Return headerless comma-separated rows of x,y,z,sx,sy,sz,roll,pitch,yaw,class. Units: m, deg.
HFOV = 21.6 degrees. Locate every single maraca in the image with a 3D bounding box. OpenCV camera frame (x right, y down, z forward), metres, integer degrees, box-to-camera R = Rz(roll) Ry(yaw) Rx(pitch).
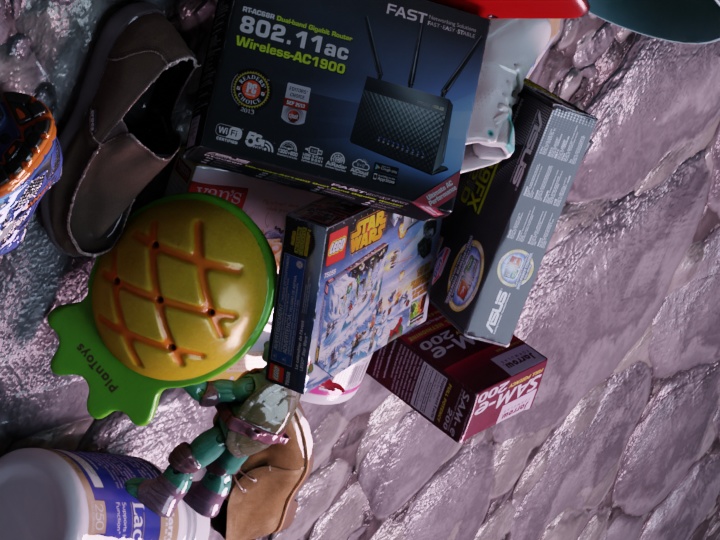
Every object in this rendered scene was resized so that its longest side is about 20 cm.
-0.150,0.029,1.427,0.200,0.137,0.107,-42,173,15,maraca

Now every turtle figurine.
-0.099,0.106,1.505,0.150,0.101,0.200,23,105,-42,turtle figurine

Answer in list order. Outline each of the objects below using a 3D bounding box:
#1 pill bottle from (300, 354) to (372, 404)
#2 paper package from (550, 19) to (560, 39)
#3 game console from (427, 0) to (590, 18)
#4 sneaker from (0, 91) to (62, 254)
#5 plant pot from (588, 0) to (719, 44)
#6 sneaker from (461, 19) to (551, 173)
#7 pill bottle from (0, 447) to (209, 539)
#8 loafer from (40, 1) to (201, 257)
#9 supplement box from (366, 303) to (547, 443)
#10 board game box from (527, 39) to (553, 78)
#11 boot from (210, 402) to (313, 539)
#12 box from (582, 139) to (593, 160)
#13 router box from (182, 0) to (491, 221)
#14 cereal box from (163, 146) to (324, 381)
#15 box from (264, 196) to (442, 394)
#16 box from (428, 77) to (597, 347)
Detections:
-0.022,0.004,1.623,0.113,0.113,0.200,-10,129,-52,pill bottle
0.074,-0.252,1.507,0.191,0.103,0.200,-33,146,-31,paper package
0.054,-0.263,1.346,0.119,0.200,0.173,-23,114,-62,game console
-0.267,-0.024,1.278,0.200,0.075,0.078,-48,154,-8,sneaker
0.255,-0.314,1.628,0.161,0.200,0.201,-65,152,-9,plant pot
0.096,-0.125,1.479,0.200,0.088,0.075,-44,148,-19,sneaker
-0.217,0.207,1.549,0.116,0.116,0.200,-60,151,9,pill bottle
-0.171,-0.089,1.348,0.073,0.071,0.200,-15,132,-49,loafer
0.058,0.065,1.714,0.109,0.200,0.061,-22,138,-45,supplement box
0.109,-0.147,1.689,0.200,0.034,0.135,-57,174,6,board game box
-0.095,0.184,1.758,0.075,0.074,0.200,-20,139,-31,boot
0.126,-0.070,1.705,0.036,0.200,0.143,33,88,-17,box
-0.016,-0.132,1.374,0.062,0.200,0.150,163,-61,-71,router box
-0.108,0.001,1.526,0.144,0.040,0.200,5,119,-33,cereal box
0.000,0.000,1.473,0.200,0.040,0.137,-27,131,-56,box
0.110,-0.058,1.557,0.044,0.160,0.200,16,103,-22,box
